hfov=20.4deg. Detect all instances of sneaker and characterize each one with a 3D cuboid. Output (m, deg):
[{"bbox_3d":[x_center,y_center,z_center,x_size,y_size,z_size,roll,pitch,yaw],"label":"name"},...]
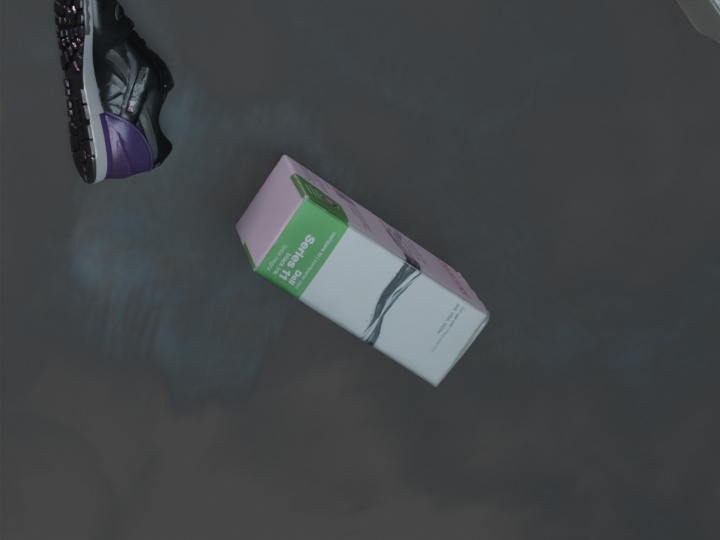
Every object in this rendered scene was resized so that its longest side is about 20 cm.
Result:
[{"bbox_3d":[-0.206,-0.179,1.701,0.087,0.076,0.201,-12,112,-24],"label":"sneaker"}]

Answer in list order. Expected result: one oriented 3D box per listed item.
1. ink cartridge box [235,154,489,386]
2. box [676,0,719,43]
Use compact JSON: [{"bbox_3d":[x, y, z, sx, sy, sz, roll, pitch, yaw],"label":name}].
[{"bbox_3d":[0.000,0.000,1.745,0.199,0.147,0.083,33,98,-17],"label":"ink cartridge box"},{"bbox_3d":[0.365,-0.299,1.746,0.200,0.128,0.109,-39,109,0],"label":"box"}]
